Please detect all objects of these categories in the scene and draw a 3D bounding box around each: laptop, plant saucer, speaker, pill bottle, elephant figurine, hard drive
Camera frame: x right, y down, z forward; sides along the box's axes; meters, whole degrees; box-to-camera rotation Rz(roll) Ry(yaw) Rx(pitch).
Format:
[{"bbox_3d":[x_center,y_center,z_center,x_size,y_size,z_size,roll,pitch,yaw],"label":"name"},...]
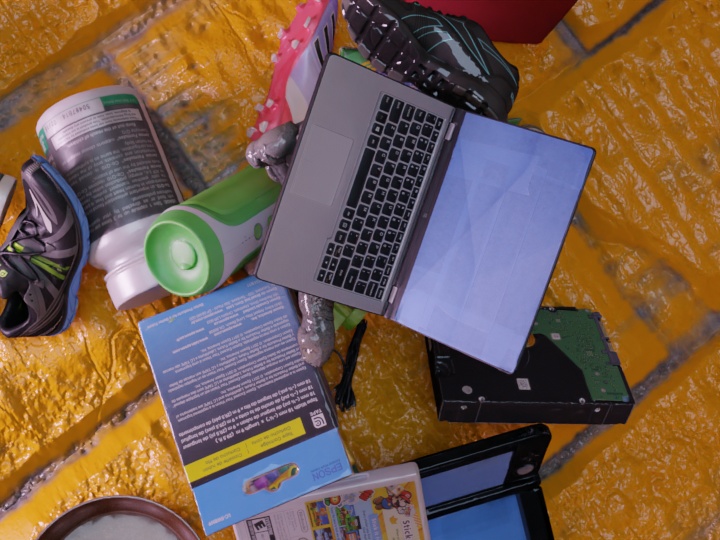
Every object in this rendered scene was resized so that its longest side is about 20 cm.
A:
[{"bbox_3d":[0.047,-0.045,0.676,0.198,0.116,0.190,17,95,-26],"label":"laptop"},{"bbox_3d":[-0.242,0.326,0.852,0.197,0.034,0.204,1,83,-8],"label":"plant saucer"},{"bbox_3d":[-0.123,-0.047,0.833,0.087,0.200,0.090,10,116,21],"label":"speaker"},{"bbox_3d":[-0.238,-0.071,0.863,0.112,0.113,0.202,-22,85,-9],"label":"pill bottle"},{"bbox_3d":[-0.011,-0.045,0.777,0.153,0.142,0.202,-24,97,14],"label":"elephant figurine"},{"bbox_3d":[0.169,0.096,0.893,0.196,0.038,0.141,1,42,-7],"label":"hard drive"}]

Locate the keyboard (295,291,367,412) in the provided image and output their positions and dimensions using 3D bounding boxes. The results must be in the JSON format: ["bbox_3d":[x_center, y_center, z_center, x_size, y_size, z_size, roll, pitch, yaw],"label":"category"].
[{"bbox_3d":[-0.047,0.070,0.880,0.126,0.021,0.203,24,60,-20],"label":"keyboard"}]

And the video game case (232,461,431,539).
[{"bbox_3d":[-0.018,0.287,0.831,0.179,0.023,0.203,-11,114,0],"label":"video game case"}]

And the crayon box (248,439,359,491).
[{"bbox_3d":[-0.092,0.172,0.882,0.125,0.052,0.202,-32,88,-10],"label":"crayon box"}]

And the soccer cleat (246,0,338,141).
[{"bbox_3d":[-0.060,-0.210,0.937,0.076,0.066,0.203,29,72,-34],"label":"soccer cleat"}]

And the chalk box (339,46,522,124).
[{"bbox_3d":[0.068,-0.148,0.906,0.196,0.124,0.126,4,82,-5],"label":"chalk box"}]

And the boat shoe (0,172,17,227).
[{"bbox_3d":[-0.394,-0.015,0.827,0.061,0.073,0.201,24,112,-20],"label":"boat shoe"}]

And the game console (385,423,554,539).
[{"bbox_3d":[0.109,0.263,0.867,0.197,0.177,0.118,-14,56,-9],"label":"game console"}]

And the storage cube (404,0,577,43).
[{"bbox_3d":[0.143,-0.359,0.914,0.196,0.180,0.174,2,82,-8],"label":"storage cube"}]

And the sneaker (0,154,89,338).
[{"bbox_3d":[-0.310,-0.013,0.814,0.082,0.202,0.071,-17,46,-43],"label":"sneaker"}]

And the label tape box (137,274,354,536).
[{"bbox_3d":[-0.102,0.117,0.785,0.142,0.063,0.203,-21,75,-1],"label":"label tape box"}]

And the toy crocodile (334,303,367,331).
[{"bbox_3d":[0.000,0.000,0.888,0.067,0.062,0.200,44,55,-5],"label":"toy crocodile"}]

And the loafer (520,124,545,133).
[{"bbox_3d":[0.165,-0.070,0.936,0.075,0.067,0.203,22,81,-4],"label":"loafer"}]

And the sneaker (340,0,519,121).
[{"bbox_3d":[0.069,-0.214,0.826,0.199,0.075,0.080,39,66,-7],"label":"sneaker"}]
